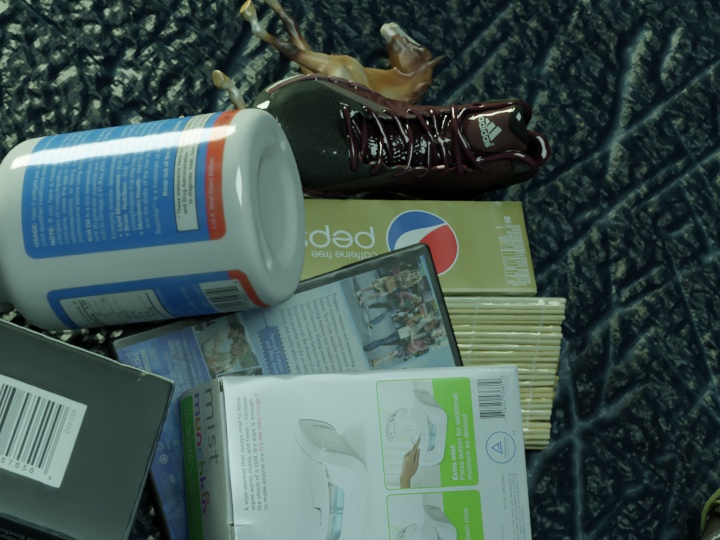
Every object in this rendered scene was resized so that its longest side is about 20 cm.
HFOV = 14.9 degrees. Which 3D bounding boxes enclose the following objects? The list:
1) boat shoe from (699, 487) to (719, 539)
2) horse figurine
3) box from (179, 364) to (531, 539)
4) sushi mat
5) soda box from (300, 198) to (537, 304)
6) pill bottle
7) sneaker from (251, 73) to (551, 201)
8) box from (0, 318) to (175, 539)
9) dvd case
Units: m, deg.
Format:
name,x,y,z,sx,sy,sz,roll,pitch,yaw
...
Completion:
name,x,y,z,sx,sy,sz,roll,pitch,yaw
boat shoe,0.240,0.153,1.646,0.200,0.072,0.060,-25,67,-32
horse figurine,-0.036,-0.096,1.692,0.132,0.050,0.200,37,48,-17
box,0.000,0.157,1.515,0.176,0.097,0.200,-3,83,-18
sushi mat,0.025,0.061,1.623,0.200,0.012,0.096,0,102,-18
soda box,0.000,0.000,1.648,0.200,0.068,0.064,1,62,-17
pill bottle,-0.140,-0.025,1.550,0.200,0.112,0.112,-6,60,16
sneaker,0.036,-0.084,1.636,0.200,0.115,0.076,5,78,-46
box,-0.199,0.118,1.441,0.148,0.200,0.107,21,57,-8
dvd case,-0.033,0.079,1.578,0.200,0.018,0.143,-17,93,-17
